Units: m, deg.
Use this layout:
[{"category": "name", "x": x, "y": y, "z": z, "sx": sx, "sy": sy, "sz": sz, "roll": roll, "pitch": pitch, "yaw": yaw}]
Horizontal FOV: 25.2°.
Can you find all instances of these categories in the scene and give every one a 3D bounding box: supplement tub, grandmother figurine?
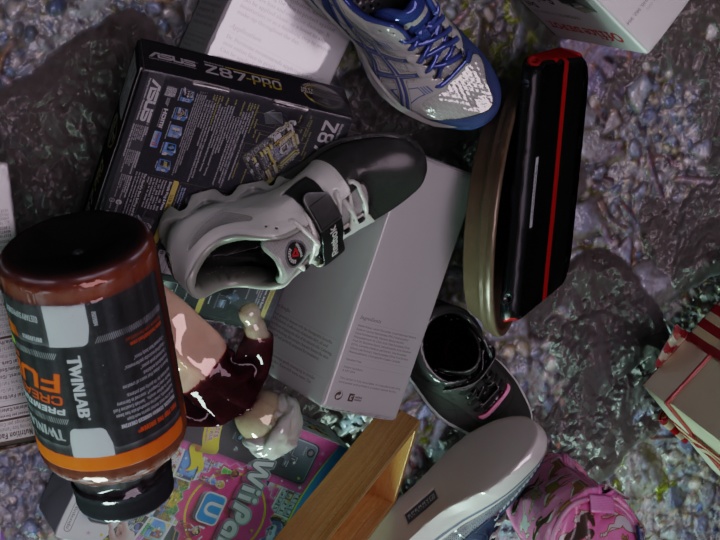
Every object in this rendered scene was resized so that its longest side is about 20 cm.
[{"category": "supplement tub", "x": -0.175, "y": 0.069, "z": 1.088, "sx": 0.106, "sy": 0.107, "sz": 0.202, "roll": -17, "pitch": 119, "yaw": -18}, {"category": "grandmother figurine", "x": -0.114, "y": 0.069, "z": 1.186, "sx": 0.121, "sy": 0.061, "sz": 0.200, "roll": -36, "pitch": 117, "yaw": 20}]

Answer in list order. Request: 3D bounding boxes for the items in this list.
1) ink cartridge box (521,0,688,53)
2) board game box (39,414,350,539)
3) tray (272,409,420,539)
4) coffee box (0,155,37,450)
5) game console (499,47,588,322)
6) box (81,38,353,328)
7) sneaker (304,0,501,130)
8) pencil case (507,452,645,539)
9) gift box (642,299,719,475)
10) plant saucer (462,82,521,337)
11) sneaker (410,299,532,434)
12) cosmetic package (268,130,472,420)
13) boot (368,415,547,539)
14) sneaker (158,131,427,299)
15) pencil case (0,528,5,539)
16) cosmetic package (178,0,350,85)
[{"category": "ink cartridge box", "x": 0.146, "y": -0.263, "z": 1.226, "sx": 0.200, "sy": 0.145, "sz": 0.084, "roll": 40, "pitch": 87, "yaw": -25}, {"category": "board game box", "x": -0.128, "y": 0.161, "z": 1.262, "sx": 0.199, "sy": 0.064, "sz": 0.149, "roll": 25, "pitch": 92, "yaw": -27}, {"category": "tray", "x": -0.022, "y": 0.198, "z": 1.249, "sx": 0.200, "sy": 0.037, "sz": 0.099, "roll": -45, "pitch": 156, "yaw": -47}, {"category": "coffee box", "x": -0.283, "y": 0.017, "z": 1.132, "sx": 0.079, "sy": 0.114, "sz": 0.202, "roll": -9, "pitch": 108, "yaw": -20}, {"category": "game console", "x": 0.141, "y": -0.072, "z": 1.271, "sx": 0.031, "sy": 0.177, "sz": 0.202, "roll": 8, "pitch": 102, "yaw": 20}, {"category": "box", "x": -0.113, "y": -0.057, "z": 1.174, "sx": 0.160, "sy": 0.049, "sz": 0.201, "roll": 12, "pitch": 123, "yaw": -18}, {"category": "sneaker", "x": 0.030, "y": -0.168, "z": 1.144, "sx": 0.200, "sy": 0.088, "sz": 0.076, "roll": 39, "pitch": 84, "yaw": -21}, {"category": "pencil case", "x": 0.172, "y": 0.205, "z": 1.327, "sx": 0.086, "sy": 0.200, "sz": 0.083, "roll": -32, "pitch": 95, "yaw": -4}, {"category": "gift box", "x": 0.368, "y": 0.099, "z": 1.385, "sx": 0.184, "sy": 0.187, "sz": 0.200, "roll": -43, "pitch": 130, "yaw": -6}, {"category": "plant saucer", "x": 0.111, "y": -0.049, "z": 1.261, "sx": 0.029, "sy": 0.200, "sz": 0.202, "roll": 8, "pitch": 102, "yaw": 13}, {"category": "sneaker", "x": 0.087, "y": 0.088, "z": 1.315, "sx": 0.071, "sy": 0.099, "sz": 0.200, "roll": -49, "pitch": 117, "yaw": -7}, {"category": "cosmetic package", "x": 0.000, "y": 0.000, "z": 1.244, "sx": 0.084, "sy": 0.107, "sz": 0.202, "roll": 15, "pitch": 98, "yaw": -41}, {"category": "boot", "x": 0.093, "y": 0.205, "z": 1.346, "sx": 0.200, "sy": 0.073, "sz": 0.090, "roll": -38, "pitch": 123, "yaw": 19}, {"category": "sneaker", "x": -0.039, "y": -0.029, "z": 1.130, "sx": 0.198, "sy": 0.089, "sz": 0.074, "roll": -22, "pitch": 127, "yaw": 0}, {"category": "pencil case", "x": -0.292, "y": 0.227, "z": 1.202, "sx": 0.085, "sy": 0.083, "sz": 0.202, "roll": -30, "pitch": 116, "yaw": -39}, {"category": "cosmetic package", "x": -0.053, "y": -0.210, "z": 1.196, "sx": 0.101, "sy": 0.071, "sz": 0.201, "roll": 24, "pitch": 93, "yaw": -26}]
